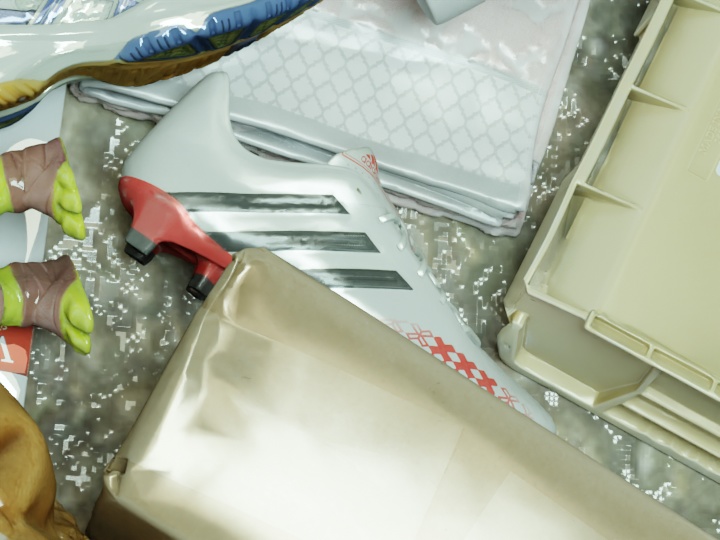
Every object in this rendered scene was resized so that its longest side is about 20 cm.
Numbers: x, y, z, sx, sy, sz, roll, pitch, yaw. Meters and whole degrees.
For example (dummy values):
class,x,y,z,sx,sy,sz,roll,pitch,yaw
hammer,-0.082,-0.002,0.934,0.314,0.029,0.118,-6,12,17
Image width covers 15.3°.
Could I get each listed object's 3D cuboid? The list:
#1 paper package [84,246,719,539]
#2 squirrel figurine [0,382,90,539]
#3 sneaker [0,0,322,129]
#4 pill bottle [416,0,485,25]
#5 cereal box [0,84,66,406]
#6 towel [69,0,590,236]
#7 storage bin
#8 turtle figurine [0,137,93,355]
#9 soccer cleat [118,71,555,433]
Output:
class,x,y,z,sx,sy,sz,roll,pitch,yaw
paper package,0.009,0.099,0.962,0.200,0.191,0.104,32,76,-1
squirrel figurine,-0.119,0.143,0.920,0.141,0.200,0.187,-42,72,1
sneaker,-0.105,-0.112,1.009,0.199,0.075,0.088,-17,84,-19
pill bottle,0.094,-0.183,1.032,0.200,0.116,0.116,-28,84,1
cereal box,-0.188,-0.049,1.035,0.143,0.040,0.201,8,76,-11
towel,-0.002,-0.130,1.095,0.199,0.032,0.192,17,75,-8
storage bin,0.181,-0.017,1.074,0.198,0.094,0.200,28,74,-3
turtle figurine,-0.181,0.011,0.971,0.161,0.064,0.201,-9,108,-16
soccer cleat,0.000,0.000,1.040,0.200,0.069,0.085,32,83,-5
